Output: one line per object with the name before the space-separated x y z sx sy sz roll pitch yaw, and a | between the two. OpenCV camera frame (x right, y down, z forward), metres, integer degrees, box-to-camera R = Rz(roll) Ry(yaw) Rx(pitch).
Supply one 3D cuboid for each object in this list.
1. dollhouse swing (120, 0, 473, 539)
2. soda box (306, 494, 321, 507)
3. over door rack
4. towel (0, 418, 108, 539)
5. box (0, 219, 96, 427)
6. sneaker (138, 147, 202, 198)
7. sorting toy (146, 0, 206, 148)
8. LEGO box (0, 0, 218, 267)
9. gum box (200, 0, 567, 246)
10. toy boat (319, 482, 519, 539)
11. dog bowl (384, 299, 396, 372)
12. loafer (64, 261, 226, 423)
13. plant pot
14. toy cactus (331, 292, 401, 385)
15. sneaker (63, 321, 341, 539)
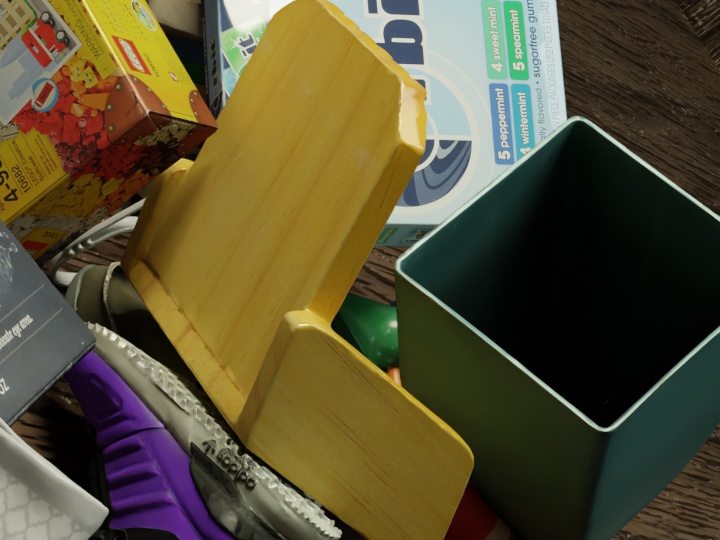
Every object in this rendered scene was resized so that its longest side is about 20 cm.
dollhouse swing | 0.000 0.000 1.399 0.182 0.176 0.200 39 4 -32
soda box | -0.015 0.117 1.579 0.200 0.068 0.063 55 18 2
over door rack | -0.101 -0.097 1.538 0.067 0.200 0.148 31 28 -56
towel | -0.206 0.099 0.975 0.200 0.191 0.032 43 -21 -23
box | -0.231 0.010 1.145 0.200 0.117 0.197 51 18 -4
sneaker | -0.076 -0.039 1.719 0.087 0.075 0.200 32 -1 21
sorting toy | -0.053 -0.096 1.718 0.198 0.070 0.200 19 -2 -10
LEGO box | -0.187 -0.110 1.427 0.200 0.149 0.077 59 19 17
gum box | 0.014 -0.100 1.600 0.045 0.199 0.170 133 -44 -67
toy boat | 0.057 0.192 1.465 0.200 0.131 0.131 49 -18 -13
dog bowl | 0.046 0.083 1.721 0.050 0.112 0.200 28 19 -25
loafer | -0.092 0.070 1.462 0.075 0.070 0.200 30 29 -52
plant pot | 0.107 0.058 1.488 0.141 0.141 0.200 39 -30 23
toy cactus | -0.002 0.025 1.639 0.165 0.102 0.200 57 -11 -30
sneaker | -0.102 0.103 1.354 0.070 0.100 0.200 36 3 -45
